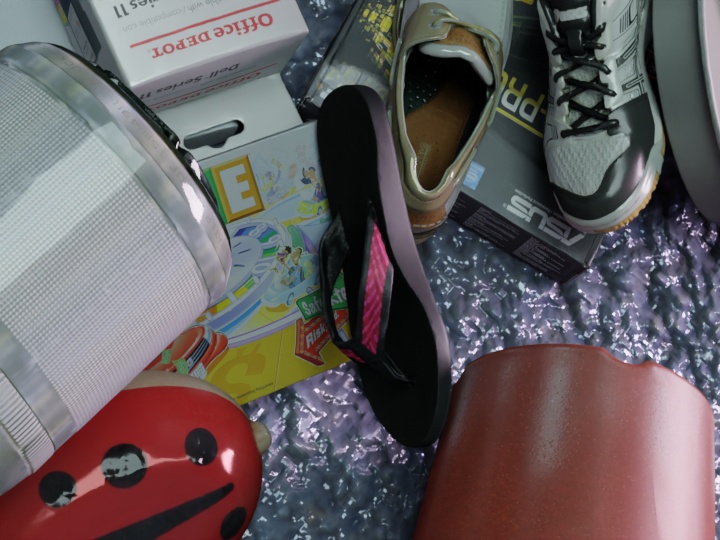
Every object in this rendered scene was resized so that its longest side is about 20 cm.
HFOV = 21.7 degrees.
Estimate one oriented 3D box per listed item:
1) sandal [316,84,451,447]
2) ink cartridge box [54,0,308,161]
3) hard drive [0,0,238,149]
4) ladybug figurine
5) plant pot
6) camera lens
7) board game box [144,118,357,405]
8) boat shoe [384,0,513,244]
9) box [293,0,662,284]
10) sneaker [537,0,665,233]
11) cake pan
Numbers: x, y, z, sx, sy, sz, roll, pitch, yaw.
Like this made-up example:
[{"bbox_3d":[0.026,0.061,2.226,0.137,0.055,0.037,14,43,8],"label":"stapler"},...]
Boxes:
[{"bbox_3d":[0.000,0.000,1.017,0.045,0.075,0.202,-10,85,-38],"label":"sandal"},{"bbox_3d":[-0.108,-0.158,1.058,0.116,0.067,0.201,-21,81,-23],"label":"ink cartridge box"},{"bbox_3d":[-0.166,-0.155,1.090,0.131,0.027,0.201,-17,78,-21],"label":"hard drive"},{"bbox_3d":[-0.132,0.128,0.963,0.199,0.072,0.137,-29,110,-14],"label":"ladybug figurine"},{"bbox_3d":[0.107,0.158,0.997,0.199,0.201,0.197,18,60,-11],"label":"plant pot"},{"bbox_3d":[-0.173,0.003,0.896,0.160,0.160,0.200,46,73,1],"label":"camera lens"},{"bbox_3d":[-0.092,0.011,1.036,0.199,0.034,0.136,-21,97,-22],"label":"board game box"},{"bbox_3d":[0.053,-0.115,1.071,0.074,0.068,0.202,15,71,-11],"label":"boat shoe"},{"bbox_3d":[0.079,-0.111,1.140,0.199,0.049,0.162,31,70,-6],"label":"box"},{"bbox_3d":[0.128,-0.121,1.076,0.088,0.075,0.202,37,50,-50],"label":"sneaker"},{"bbox_3d":[0.220,-0.117,1.129,0.036,0.200,0.202,-8,70,26],"label":"cake pan"}]
